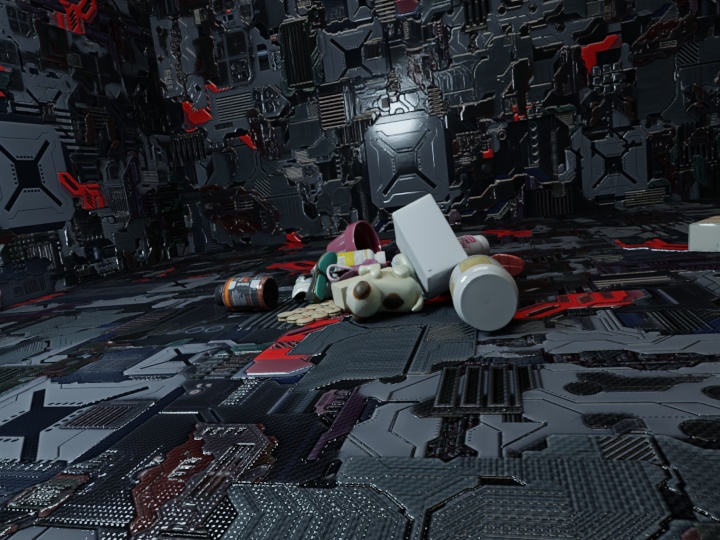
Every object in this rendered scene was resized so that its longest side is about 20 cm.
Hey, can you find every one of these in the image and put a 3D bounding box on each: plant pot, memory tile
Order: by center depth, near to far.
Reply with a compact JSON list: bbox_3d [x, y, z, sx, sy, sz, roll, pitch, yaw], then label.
[{"bbox_3d":[-0.127,0.119,1.500,0.197,0.017,0.152,-15,12,-38],"label":"memory tile"},{"bbox_3d":[-0.036,-0.083,2.162,0.177,0.204,0.199,-20,1,34],"label":"plant pot"}]

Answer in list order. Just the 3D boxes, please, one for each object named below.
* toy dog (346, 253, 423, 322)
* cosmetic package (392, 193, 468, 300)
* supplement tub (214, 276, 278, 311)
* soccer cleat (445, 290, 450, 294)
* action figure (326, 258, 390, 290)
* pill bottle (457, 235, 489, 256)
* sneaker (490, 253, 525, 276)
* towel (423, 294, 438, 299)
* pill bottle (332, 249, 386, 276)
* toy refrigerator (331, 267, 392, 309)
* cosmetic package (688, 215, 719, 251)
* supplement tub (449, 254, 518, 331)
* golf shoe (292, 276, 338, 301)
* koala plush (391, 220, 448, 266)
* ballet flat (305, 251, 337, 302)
[{"bbox_3d":[0.052,0.068,1.382,0.196,0.141,0.195,-10,46,-26],"label":"toy dog"},{"bbox_3d":[0.185,-0.058,1.393,0.121,0.202,0.200,-27,-20,-1],"label":"cosmetic package"},{"bbox_3d":[-0.369,0.076,1.669,0.196,0.109,0.107,-4,10,22],"label":"supplement tub"},{"bbox_3d":[0.229,0.025,1.533,0.080,0.069,0.198,-8,22,-41],"label":"soccer cleat"},{"bbox_3d":[0.000,0.000,1.593,0.196,0.150,0.135,-20,49,2],"label":"action figure"},{"bbox_3d":[0.369,-0.066,1.898,0.197,0.116,0.113,-13,11,-31],"label":"pill bottle"},{"bbox_3d":[0.460,-0.026,1.706,0.197,0.080,0.115,2,14,40],"label":"sneaker"},{"bbox_3d":[0.159,0.061,1.597,0.144,0.024,0.200,-7,9,-1],"label":"towel"},{"bbox_3d":[-0.003,-0.016,1.908,0.195,0.115,0.113,-8,9,3],"label":"pill bottle"},{"bbox_3d":[0.022,0.052,1.510,0.197,0.071,0.076,-17,14,-24],"label":"toy refrigerator"},{"bbox_3d":[1.156,-0.122,1.680,0.197,0.089,0.103,-14,13,-35],"label":"cosmetic package"},{"bbox_3d":[0.279,0.050,1.185,0.141,0.148,0.200,-6,10,8],"label":"supplement tub"},{"bbox_3d":[-0.129,0.074,1.678,0.196,0.079,0.098,-3,35,21],"label":"golf shoe"},{"bbox_3d":[0.207,-0.062,1.796,0.175,0.187,0.200,2,-25,-34],"label":"koala plush"},{"bbox_3d":[-0.131,0.019,1.635,0.068,0.068,0.202,-22,33,36],"label":"ballet flat"}]
